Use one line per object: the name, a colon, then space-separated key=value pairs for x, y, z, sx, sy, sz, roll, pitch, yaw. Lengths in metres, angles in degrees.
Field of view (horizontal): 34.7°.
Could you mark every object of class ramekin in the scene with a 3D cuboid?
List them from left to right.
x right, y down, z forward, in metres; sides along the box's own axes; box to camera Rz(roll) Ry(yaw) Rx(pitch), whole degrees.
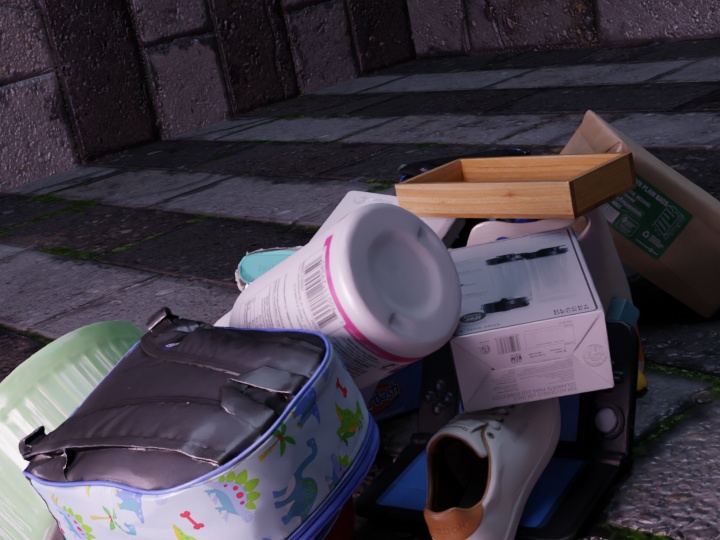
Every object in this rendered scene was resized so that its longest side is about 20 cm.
ramekin: x=-0.209 y=0.148 z=0.904 sx=0.097 sy=0.201 sz=0.199 roll=38 pitch=41 yaw=23

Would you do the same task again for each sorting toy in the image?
sorting toy: x=0.172 y=0.029 z=1.054 sx=0.198 sy=0.182 sz=0.107 roll=-15 pitch=16 yaw=-9

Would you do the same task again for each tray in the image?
tray: x=0.137 y=-0.076 z=1.046 sx=0.199 sy=0.037 sz=0.098 roll=2 pitch=20 yaw=46

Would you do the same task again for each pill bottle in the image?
pill bottle: x=-0.028 y=0.040 z=0.862 sx=0.113 sy=0.114 sz=0.199 roll=-28 pitch=-2 yaw=-45

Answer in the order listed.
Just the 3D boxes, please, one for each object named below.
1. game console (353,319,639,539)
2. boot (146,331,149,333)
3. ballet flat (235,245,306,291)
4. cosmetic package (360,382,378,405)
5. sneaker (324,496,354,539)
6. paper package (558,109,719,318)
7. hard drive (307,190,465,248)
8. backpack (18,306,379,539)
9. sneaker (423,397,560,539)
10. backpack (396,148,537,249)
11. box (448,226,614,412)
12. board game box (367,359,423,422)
game console: x=0.108 y=0.119 z=0.928 sx=0.198 sy=0.178 sz=0.116 roll=1 pitch=-9 yaw=35
boot: x=-0.215 y=0.083 z=1.185 sx=0.187 sy=0.069 sz=0.200 roll=-19 pitch=-14 yaw=-21
ballet flat: x=-0.028 y=0.006 z=1.167 sx=0.198 sy=0.072 sz=0.072 roll=0 pitch=19 yaw=17
cosmetic package: x=-0.025 y=0.075 z=0.978 sx=0.082 sy=0.201 sz=0.051 roll=31 pitch=16 yaw=23
sneaker: x=-0.083 y=0.204 z=0.839 sx=0.114 sy=0.079 sz=0.200 roll=-4 pitch=17 yaw=22
paper package: x=0.306 y=-0.062 z=1.227 sx=0.104 sy=0.199 sz=0.191 roll=-54 pitch=10 yaw=14
hard drive: x=0.000 y=0.000 z=1.090 sx=0.131 sy=0.026 sz=0.200 roll=10 pitch=45 yaw=28
backpack: x=-0.089 y=0.124 z=0.756 sx=0.199 sy=0.148 sz=0.183 roll=-5 pitch=32 yaw=42
sneaker: x=0.096 y=0.121 z=0.850 sx=0.072 sy=0.085 sz=0.201 roll=-8 pitch=39 yaw=30
backpack: x=0.123 y=-0.024 z=1.236 sx=0.161 sy=0.169 sz=0.200 roll=-12 pitch=25 yaw=18
box: x=0.127 y=0.032 z=0.906 sx=0.115 sy=0.061 sz=0.200 roll=-11 pitch=19 yaw=6
board game box: x=-0.019 y=0.113 z=1.153 sx=0.198 sy=0.045 sz=0.152 roll=-19 pitch=18 yaw=-19
